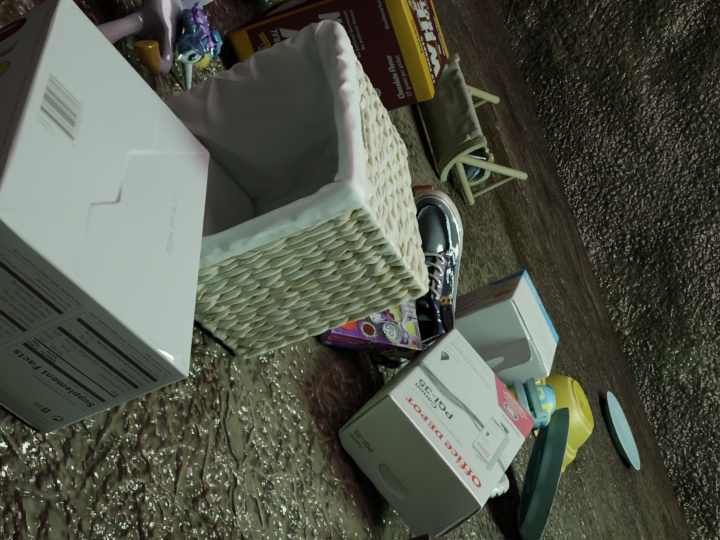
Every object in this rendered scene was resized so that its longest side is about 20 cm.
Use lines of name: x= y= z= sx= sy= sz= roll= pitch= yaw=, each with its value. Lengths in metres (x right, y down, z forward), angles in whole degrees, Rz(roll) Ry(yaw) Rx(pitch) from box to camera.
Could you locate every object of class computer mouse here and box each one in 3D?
computer mouse: x=0.059 y=0.018 z=1.158 sx=0.140 sy=0.046 sz=0.200 roll=1 pitch=64 yaw=-36

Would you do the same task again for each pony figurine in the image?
pony figurine: x=-0.175 y=-0.258 z=0.841 sx=0.200 sy=0.166 sz=0.193 roll=-33 pitch=131 yaw=-73

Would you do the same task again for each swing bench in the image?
swing bench: x=0.192 y=-0.260 z=1.788 sx=0.200 sy=0.130 sz=0.199 roll=27 pitch=44 yaw=-53

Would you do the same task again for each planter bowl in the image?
planter bowl: x=0.364 y=0.253 z=1.714 sx=0.200 sy=0.083 sz=0.201 roll=53 pitch=23 yaw=-34

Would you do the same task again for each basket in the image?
basket: x=-0.062 y=-0.062 z=0.799 sx=0.161 sy=0.200 sz=0.198 roll=49 pitch=27 yaw=-45

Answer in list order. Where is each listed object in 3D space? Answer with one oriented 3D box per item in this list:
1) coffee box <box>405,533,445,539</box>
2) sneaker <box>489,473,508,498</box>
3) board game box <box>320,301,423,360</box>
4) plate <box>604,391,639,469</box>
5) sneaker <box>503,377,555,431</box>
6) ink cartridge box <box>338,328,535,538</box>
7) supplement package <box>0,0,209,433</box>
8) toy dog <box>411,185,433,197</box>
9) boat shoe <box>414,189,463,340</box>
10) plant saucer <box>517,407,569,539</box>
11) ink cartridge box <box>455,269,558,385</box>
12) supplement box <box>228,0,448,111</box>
coffee box: x=0.083 y=0.329 z=0.907 sx=0.200 sy=0.080 sz=0.113 roll=38 pitch=35 yaw=-53
sneaker: x=0.116 y=0.231 z=1.108 sx=0.200 sy=0.075 sz=0.082 roll=13 pitch=58 yaw=-66
board game box: x=0.000 y=0.000 z=1.066 sx=0.120 sy=0.032 sz=0.200 roll=10 pitch=52 yaw=-27
plate: x=0.638 y=0.396 z=2.347 sx=0.200 sy=0.026 sz=0.200 roll=52 pitch=24 yaw=-34
sneaker: x=0.184 y=0.169 z=1.272 sx=0.200 sy=0.130 sz=0.080 roll=38 pitch=36 yaw=-53
ink cartridge box: x=0.086 y=0.167 z=1.000 sx=0.147 sy=0.083 sz=0.200 roll=50 pitch=29 yaw=3
supplement package: x=-0.186 y=-0.036 z=0.576 sx=0.156 sy=0.111 sz=0.200 roll=50 pitch=25 yaw=-40
toy dog: x=0.024 y=-0.127 z=1.241 sx=0.200 sy=0.096 sz=0.132 roll=32 pitch=39 yaw=-58
boat shoe: x=0.092 y=0.003 z=1.232 sx=0.093 sy=0.075 sz=0.200 roll=-60 pitch=148 yaw=-62
plant saucer: x=0.251 y=0.284 z=1.327 sx=0.200 sy=0.027 sz=0.201 roll=15 pitch=90 yaw=-84
ink cartridge box: x=0.201 y=0.097 z=1.399 sx=0.125 sy=0.128 sz=0.200 roll=64 pitch=19 yaw=-5
supplement box: x=-0.016 y=-0.261 z=1.113 sx=0.200 sy=0.197 sz=0.133 roll=-68 pitch=140 yaw=-63
